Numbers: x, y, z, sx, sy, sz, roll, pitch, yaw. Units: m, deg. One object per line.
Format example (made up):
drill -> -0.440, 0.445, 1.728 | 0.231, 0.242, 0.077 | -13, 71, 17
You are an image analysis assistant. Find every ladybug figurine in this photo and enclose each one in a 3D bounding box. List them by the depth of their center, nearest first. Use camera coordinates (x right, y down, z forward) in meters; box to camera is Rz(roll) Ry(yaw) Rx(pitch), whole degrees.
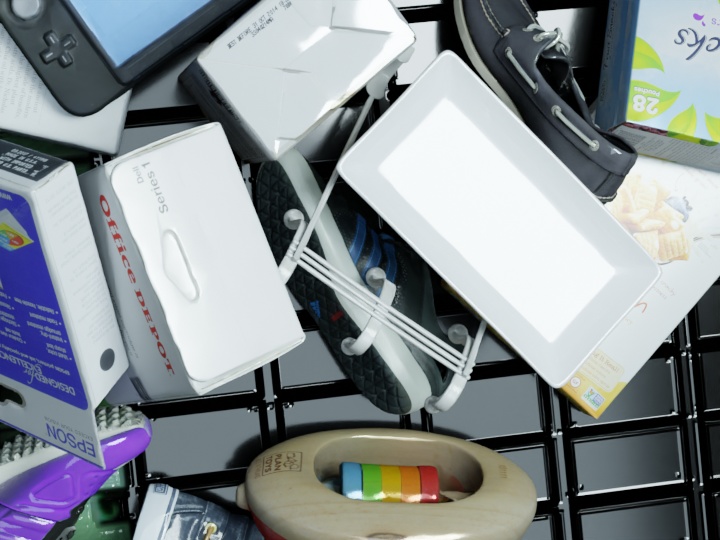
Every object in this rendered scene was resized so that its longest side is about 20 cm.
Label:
ladybug figurine -> 0.016, 0.161, 1.215 | 0.199, 0.136, 0.072 | 5, 116, -2

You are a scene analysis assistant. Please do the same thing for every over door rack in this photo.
over door rack -> 0.033, -0.025, 1.183 | 0.147, 0.067, 0.201 | 35, 61, -13

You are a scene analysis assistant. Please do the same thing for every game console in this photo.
game console -> -0.145, -0.214, 1.101 | 0.200, 0.118, 0.171 | -36, 95, -1

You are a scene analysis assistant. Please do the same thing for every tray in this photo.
tray -> 0.087, -0.031, 1.148 | 0.200, 0.022, 0.107 | 45, 78, -6

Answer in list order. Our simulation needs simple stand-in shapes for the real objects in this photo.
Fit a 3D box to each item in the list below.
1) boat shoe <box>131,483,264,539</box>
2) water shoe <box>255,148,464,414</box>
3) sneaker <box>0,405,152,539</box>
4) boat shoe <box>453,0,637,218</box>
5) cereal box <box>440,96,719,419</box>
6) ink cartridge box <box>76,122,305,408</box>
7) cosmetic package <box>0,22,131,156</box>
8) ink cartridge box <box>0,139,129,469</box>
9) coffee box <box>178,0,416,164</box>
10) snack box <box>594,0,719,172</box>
boat shoe -> -0.127, 0.249, 1.219 | 0.090, 0.071, 0.201 | 17, 87, -4
water shoe -> 0.000, 0.000, 1.242 | 0.079, 0.071, 0.201 | -31, 95, -34
sneaker -> -0.218, 0.166, 1.212 | 0.199, 0.070, 0.100 | -26, 102, -2
boat shoe -> 0.125, -0.130, 1.207 | 0.072, 0.063, 0.201 | 2, 54, -41
cereal box -> 0.172, -0.019, 1.267 | 0.144, 0.040, 0.200 | 41, 87, -5
ink cartridge box -> -0.131, 0.002, 1.139 | 0.084, 0.200, 0.147 | -24, 96, -28
cosmetic package -> -0.245, -0.145, 1.190 | 0.199, 0.071, 0.102 | 13, 89, -8
ink cartridge box -> -0.230, 0.006, 1.128 | 0.043, 0.197, 0.201 | -36, 131, -38
coffee box -> -0.045, -0.133, 1.153 | 0.114, 0.200, 0.080 | -40, 98, -4
snack box -> 0.268, -0.150, 1.241 | 0.199, 0.068, 0.170 | 12, 77, -11
